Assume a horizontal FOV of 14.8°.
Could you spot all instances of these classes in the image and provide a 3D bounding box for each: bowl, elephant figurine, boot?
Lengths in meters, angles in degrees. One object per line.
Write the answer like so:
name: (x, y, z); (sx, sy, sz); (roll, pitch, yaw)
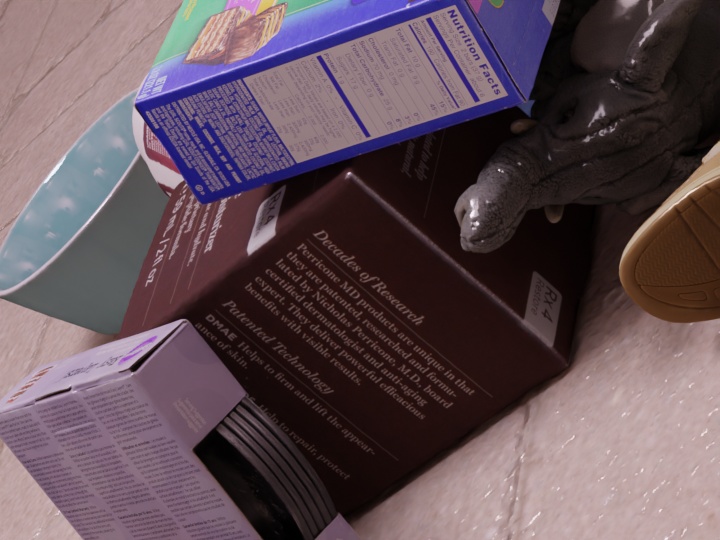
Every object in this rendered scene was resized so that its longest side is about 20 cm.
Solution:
bowl: (-0.176, -0.031, 2.076); (0.201, 0.105, 0.201); (-44, 19, 19)
elephant figurine: (0.139, -0.077, 1.411); (0.155, 0.141, 0.200); (-60, 9, 18)
boot: (0.205, -0.072, 1.331); (0.200, 0.073, 0.156); (-41, 21, 20)

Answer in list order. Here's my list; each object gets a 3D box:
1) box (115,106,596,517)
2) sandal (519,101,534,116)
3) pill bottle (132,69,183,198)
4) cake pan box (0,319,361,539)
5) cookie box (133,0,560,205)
box: (0.000, 0.000, 1.521); (0.200, 0.164, 0.166); (-37, 22, 33)
sandal: (0.038, -0.061, 1.705); (0.200, 0.079, 0.087); (-44, 25, 41)
pill bottle: (-0.070, -0.082, 1.718); (0.114, 0.114, 0.200); (-52, 23, -4)
cake pan box: (-0.094, 0.121, 1.474); (0.052, 0.184, 0.200); (-46, 13, -29)
cookie box: (0.003, -0.136, 1.422); (0.199, 0.075, 0.171); (-17, 34, 29)
